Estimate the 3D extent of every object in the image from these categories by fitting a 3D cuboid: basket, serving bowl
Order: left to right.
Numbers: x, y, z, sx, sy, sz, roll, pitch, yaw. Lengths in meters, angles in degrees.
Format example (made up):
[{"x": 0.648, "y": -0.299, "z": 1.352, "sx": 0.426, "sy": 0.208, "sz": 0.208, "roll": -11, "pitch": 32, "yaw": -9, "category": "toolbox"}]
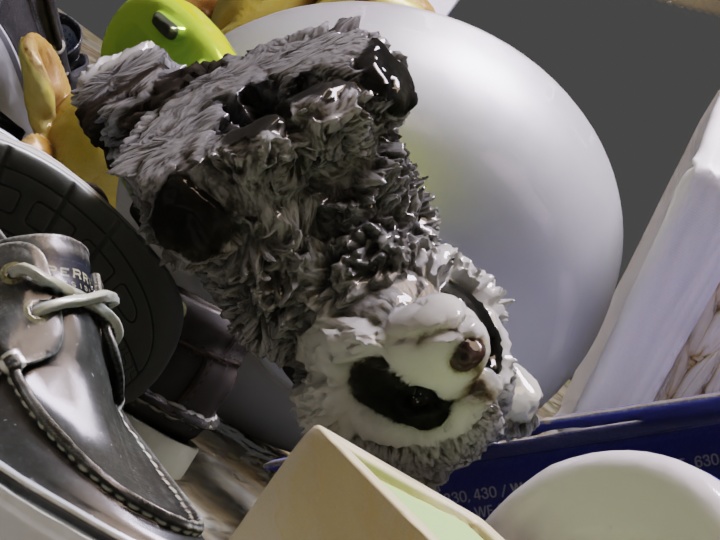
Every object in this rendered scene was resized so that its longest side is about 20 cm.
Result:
[{"x": 0.000, "y": 0.000, "z": 1.020, "sx": 0.200, "sy": 0.200, "sz": 0.066, "roll": 34, "pitch": 30, "yaw": -14, "category": "serving bowl"}, {"x": 0.156, "y": 0.040, "z": 1.069, "sx": 0.123, "sy": 0.200, "sz": 0.136, "roll": 25, "pitch": 27, "yaw": 3, "category": "basket"}]

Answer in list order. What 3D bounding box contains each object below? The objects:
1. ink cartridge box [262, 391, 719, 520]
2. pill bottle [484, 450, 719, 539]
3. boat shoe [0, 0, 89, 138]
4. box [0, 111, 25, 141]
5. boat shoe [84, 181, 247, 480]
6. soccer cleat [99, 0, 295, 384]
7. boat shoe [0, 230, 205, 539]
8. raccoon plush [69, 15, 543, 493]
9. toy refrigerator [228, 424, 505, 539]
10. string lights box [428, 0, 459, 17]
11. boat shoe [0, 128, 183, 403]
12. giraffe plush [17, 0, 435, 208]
[{"x": 0.093, "y": 0.078, "z": 0.923, "sx": 0.197, "sy": 0.047, "sz": 0.200, "roll": -10, "pitch": -9, "yaw": 18, "category": "ink cartridge box"}, {"x": 0.119, "y": 0.134, "z": 0.841, "sx": 0.114, "sy": 0.114, "sz": 0.200, "roll": 38, "pitch": 5, "yaw": 37, "category": "pill bottle"}, {"x": -0.151, "y": -0.092, "z": 1.190, "sx": 0.070, "sy": 0.066, "sz": 0.200, "roll": 40, "pitch": -15, "yaw": 21, "category": "boat shoe"}, {"x": -0.256, "y": -0.113, "z": 1.065, "sx": 0.198, "sy": 0.050, "sz": 0.200, "roll": 37, "pitch": 4, "yaw": 24, "category": "box"}, {"x": -0.106, "y": -0.002, "z": 0.934, "sx": 0.201, "sy": 0.061, "sz": 0.072, "roll": 39, "pitch": 6, "yaw": 41, "category": "boat shoe"}, {"x": -0.021, "y": -0.017, "z": 0.942, "sx": 0.200, "sy": 0.065, "sz": 0.084, "roll": 51, "pitch": 30, "yaw": 19, "category": "soccer cleat"}, {"x": -0.097, "y": 0.019, "z": 0.692, "sx": 0.200, "sy": 0.071, "sz": 0.072, "roll": 39, "pitch": 5, "yaw": 32, "category": "boat shoe"}, {"x": -0.013, "y": -0.007, "z": 0.852, "sx": 0.134, "sy": 0.097, "sz": 0.200, "roll": 62, "pitch": -4, "yaw": -21, "category": "raccoon plush"}, {"x": 0.040, "y": 0.119, "z": 0.687, "sx": 0.076, "sy": 0.070, "sz": 0.200, "roll": 33, "pitch": 6, "yaw": -36, "category": "toy refrigerator"}, {"x": -0.024, "y": -0.075, "z": 1.299, "sx": 0.059, "sy": 0.200, "sz": 0.103, "roll": 34, "pitch": 37, "yaw": 0, "category": "string lights box"}, {"x": -0.145, "y": -0.024, "z": 0.816, "sx": 0.202, "sy": 0.075, "sz": 0.065, "roll": 27, "pitch": 11, "yaw": -19, "category": "boat shoe"}, {"x": -0.070, "y": -0.054, "z": 1.139, "sx": 0.173, "sy": 0.200, "sz": 0.162, "roll": 43, "pitch": 20, "yaw": 20, "category": "giraffe plush"}]
